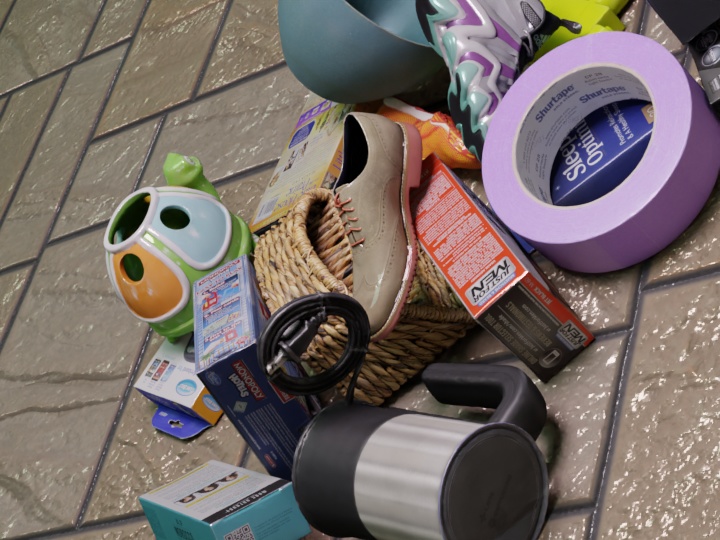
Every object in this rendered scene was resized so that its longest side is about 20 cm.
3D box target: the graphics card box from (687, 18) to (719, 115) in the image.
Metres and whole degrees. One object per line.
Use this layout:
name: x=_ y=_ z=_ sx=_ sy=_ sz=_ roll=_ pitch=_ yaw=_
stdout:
graphics card box: x=0.376 y=-0.215 z=1.584 sx=0.200 sy=0.051 sz=0.126 roll=-35 pitch=34 yaw=22

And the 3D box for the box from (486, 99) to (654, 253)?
box: x=0.196 y=-0.104 z=1.697 sx=0.200 sy=0.032 sz=0.121 roll=-39 pitch=34 yaw=16

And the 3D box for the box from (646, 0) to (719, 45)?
box: x=0.262 y=-0.294 z=1.664 sx=0.079 sy=0.141 sz=0.200 roll=-40 pitch=13 yaw=14

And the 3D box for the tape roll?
tape roll: x=0.205 y=-0.102 z=1.605 sx=0.200 sy=0.066 sz=0.200 roll=-17 pitch=57 yaw=29

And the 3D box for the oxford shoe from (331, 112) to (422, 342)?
oxford shoe: x=0.003 y=-0.039 z=1.592 sx=0.070 sy=0.075 sz=0.200 roll=-24 pitch=57 yaw=48

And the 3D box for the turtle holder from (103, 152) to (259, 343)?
turtle holder: x=-0.179 y=-0.031 z=1.893 sx=0.141 sy=0.132 sz=0.186 roll=4 pitch=59 yaw=53

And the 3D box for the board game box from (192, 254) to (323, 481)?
board game box: x=-0.088 y=0.087 z=1.680 sx=0.062 sy=0.200 sz=0.200 roll=-28 pitch=35 yaw=6

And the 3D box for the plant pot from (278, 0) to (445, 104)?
plant pot: x=-0.004 y=-0.246 z=1.869 sx=0.135 sy=0.200 sz=0.200 roll=-51 pitch=26 yaw=35

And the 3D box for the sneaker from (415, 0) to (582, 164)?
sneaker: x=0.145 y=-0.198 z=1.744 sx=0.140 sy=0.078 sz=0.200 roll=-14 pitch=74 yaw=-12

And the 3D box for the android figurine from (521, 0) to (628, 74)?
android figurine: x=0.175 y=-0.213 z=1.827 sx=0.200 sy=0.041 sz=0.182 roll=-48 pitch=33 yaw=-4

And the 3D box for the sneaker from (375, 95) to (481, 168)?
sneaker: x=0.069 y=-0.118 z=1.841 sx=0.077 sy=0.073 sz=0.200 roll=-65 pitch=26 yaw=0

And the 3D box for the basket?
basket: x=0.000 y=0.000 z=1.711 sx=0.149 sy=0.143 sz=0.200 roll=-40 pitch=33 yaw=14

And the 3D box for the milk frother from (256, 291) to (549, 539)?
milk frother: x=0.027 y=0.124 z=1.486 sx=0.188 sy=0.200 sz=0.181 roll=3 pitch=67 yaw=51

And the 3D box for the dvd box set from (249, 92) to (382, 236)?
dvd box set: x=-0.042 y=-0.125 z=1.969 sx=0.146 sy=0.029 sz=0.200 roll=-25 pitch=36 yaw=54

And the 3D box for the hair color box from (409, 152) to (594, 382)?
hair color box: x=0.108 y=-0.005 z=1.603 sx=0.064 sy=0.111 sz=0.200 roll=-41 pitch=40 yaw=8

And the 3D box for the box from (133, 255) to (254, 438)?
box: x=-0.149 y=0.075 z=1.904 sx=0.119 sy=0.041 sz=0.200 roll=12 pitch=62 yaw=54

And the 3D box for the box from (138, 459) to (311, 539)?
box: x=-0.122 y=0.214 z=1.647 sx=0.082 sy=0.049 sz=0.200 roll=-26 pitch=11 yaw=-21
